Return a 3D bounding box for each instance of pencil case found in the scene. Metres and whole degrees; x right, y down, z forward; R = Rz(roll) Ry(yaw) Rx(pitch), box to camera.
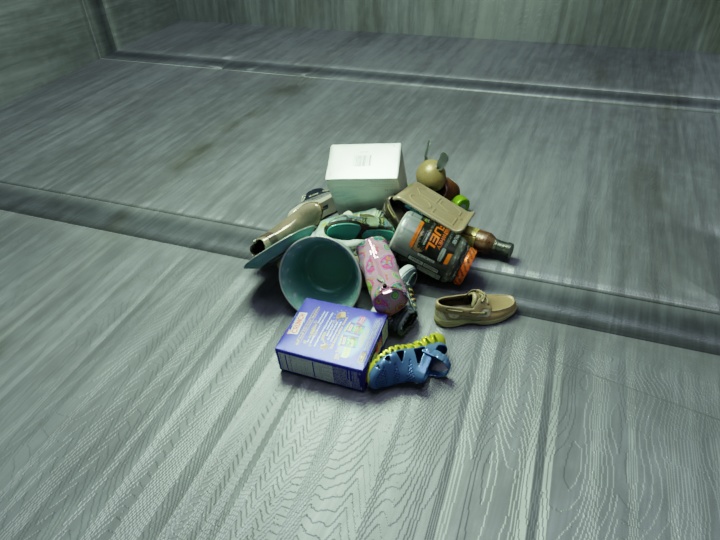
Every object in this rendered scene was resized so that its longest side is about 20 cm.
[{"bbox_3d":[0.048,0.008,1.275,0.086,0.088,0.201,-8,42,-7],"label":"pencil case"}]

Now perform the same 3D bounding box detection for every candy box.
[{"bbox_3d":[-0.058,0.154,1.205,0.198,0.078,0.170,12,42,17],"label":"candy box"}]

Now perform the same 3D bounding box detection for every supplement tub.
[{"bbox_3d":[0.178,-0.052,1.384,0.198,0.123,0.123,27,44,6],"label":"supplement tub"}]

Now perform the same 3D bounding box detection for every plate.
[{"bbox_3d":[-0.190,-0.048,1.350,0.199,0.200,0.026,-32,90,-31],"label":"plate"}]

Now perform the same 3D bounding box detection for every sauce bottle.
[{"bbox_3d":[0.306,-0.079,1.485,0.198,0.067,0.066,23,45,27],"label":"sauce bottle"}]

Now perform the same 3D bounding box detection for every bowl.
[{"bbox_3d":[-0.084,0.003,1.327,0.198,0.203,0.105,5,19,11],"label":"bowl"}]

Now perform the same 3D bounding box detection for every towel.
[{"bbox_3d":[-0.039,-0.094,1.487,0.198,0.049,0.172,-14,31,18],"label":"towel"}]

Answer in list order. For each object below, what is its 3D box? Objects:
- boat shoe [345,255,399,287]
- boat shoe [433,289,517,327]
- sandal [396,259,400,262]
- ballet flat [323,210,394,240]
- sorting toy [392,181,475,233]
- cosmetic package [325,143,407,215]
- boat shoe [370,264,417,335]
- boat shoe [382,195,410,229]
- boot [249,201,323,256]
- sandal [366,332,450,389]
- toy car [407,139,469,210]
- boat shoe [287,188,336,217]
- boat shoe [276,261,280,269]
[{"bbox_3d":[0.000,0.000,1.406,0.197,0.076,0.069,7,27,5],"label":"boat shoe"},{"bbox_3d":[0.267,0.081,1.283,0.197,0.065,0.072,-10,39,-8],"label":"boat shoe"},{"bbox_3d":[0.030,-0.067,1.490,0.200,0.058,0.080,26,45,33],"label":"sandal"},{"bbox_3d":[-0.009,-0.109,1.345,0.198,0.075,0.074,6,29,-37],"label":"ballet flat"},{"bbox_3d":[0.195,-0.164,1.479,0.198,0.037,0.185,28,28,10],"label":"sorting toy"},{"bbox_3d":[0.024,-0.242,1.568,0.197,0.201,0.124,1,63,13],"label":"cosmetic package"},{"bbox_3d":[0.105,0.071,1.309,0.090,0.071,0.201,19,51,25],"label":"boat shoe"},{"bbox_3d":[0.137,-0.116,1.476,0.072,0.060,0.200,-40,83,-12],"label":"boat shoe"},{"bbox_3d":[-0.192,-0.095,1.414,0.146,0.200,0.071,-31,86,-40],"label":"boot"},{"bbox_3d":[0.106,0.196,1.145,0.198,0.080,0.087,-20,45,-18],"label":"sandal"},{"bbox_3d":[0.220,-0.271,1.619,0.156,0.202,0.164,-21,41,-21],"label":"toy car"},{"bbox_3d":[-0.154,-0.187,1.654,0.199,0.076,0.092,-26,36,-37],"label":"boat shoe"},{"bbox_3d":[-0.179,-0.013,1.444,0.075,0.072,0.201,-12,30,13],"label":"boat shoe"}]
